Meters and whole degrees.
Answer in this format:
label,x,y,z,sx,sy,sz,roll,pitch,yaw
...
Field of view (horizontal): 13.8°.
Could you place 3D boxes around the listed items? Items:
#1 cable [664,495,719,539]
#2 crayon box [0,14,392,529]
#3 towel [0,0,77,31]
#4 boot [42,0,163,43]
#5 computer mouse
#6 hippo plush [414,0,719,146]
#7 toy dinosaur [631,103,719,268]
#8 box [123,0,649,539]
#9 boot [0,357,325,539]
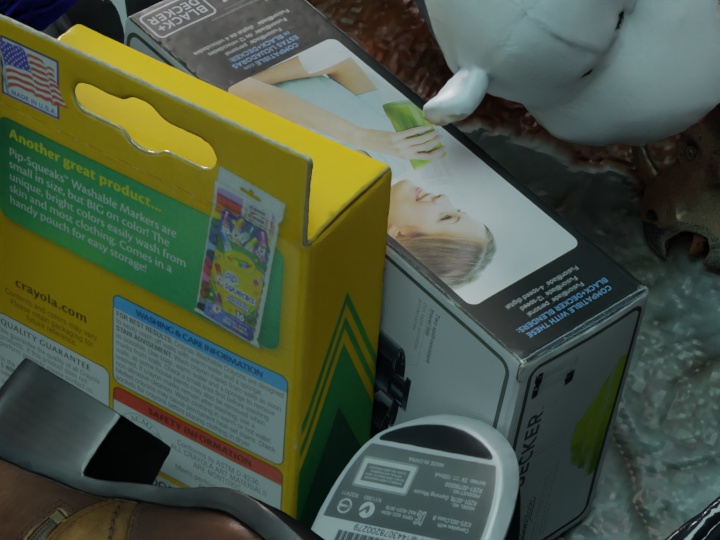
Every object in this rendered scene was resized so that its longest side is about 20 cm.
label,x,y,z,sx,sy,sz,roll,pitch,yaw
cable,0.121,0.099,0.911,0.163,0.051,0.200,-48,19,-31
crayon box,-0.057,0.007,0.967,0.125,0.200,0.052,26,45,23
towel,-0.163,-0.061,0.969,0.148,0.200,0.050,-40,92,22
boot,-0.049,-0.164,1.085,0.200,0.066,0.165,-47,65,24
computer mouse,0.002,0.139,0.912,0.109,0.044,0.200,9,64,39
hippo plush,0.062,-0.130,0.993,0.159,0.200,0.161,-53,37,11
toy dinosaur,0.190,-0.086,1.063,0.135,0.086,0.200,23,59,29
box,0.000,0.000,1.011,0.060,0.117,0.200,-28,55,-32
boot,-0.091,0.149,0.891,0.188,0.068,0.200,29,84,25
